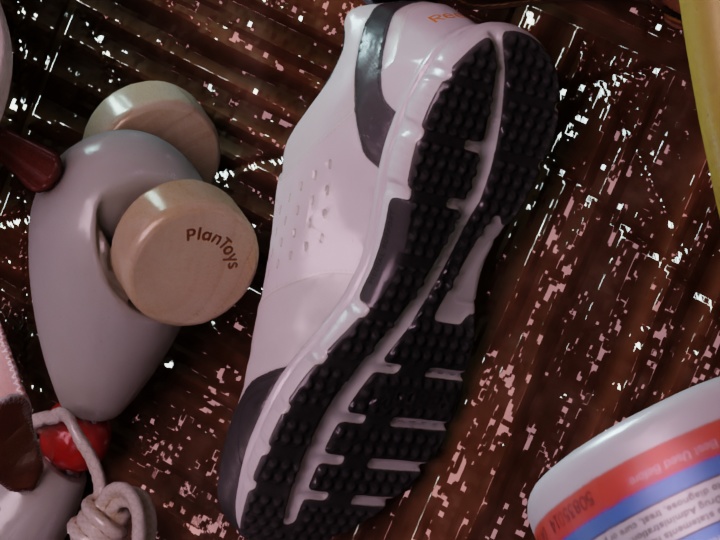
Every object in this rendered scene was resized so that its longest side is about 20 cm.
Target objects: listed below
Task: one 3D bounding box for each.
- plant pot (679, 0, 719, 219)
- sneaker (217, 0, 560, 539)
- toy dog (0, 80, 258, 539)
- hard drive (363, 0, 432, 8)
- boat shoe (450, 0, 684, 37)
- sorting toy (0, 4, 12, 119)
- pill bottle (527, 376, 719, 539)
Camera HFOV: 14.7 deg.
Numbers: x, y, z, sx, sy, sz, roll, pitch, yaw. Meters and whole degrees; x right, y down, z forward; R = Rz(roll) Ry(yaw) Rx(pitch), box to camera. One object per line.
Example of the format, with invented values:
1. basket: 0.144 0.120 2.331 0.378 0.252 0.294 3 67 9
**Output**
1. plant pot: 0.191 -0.082 0.752 0.200 0.200 0.177 -25 90 26
2. sneaker: 0.000 0.000 0.961 0.080 0.074 0.201 34 103 46
3. toy dog: -0.115 0.022 0.992 0.132 0.096 0.201 20 91 64
4. hard drive: -0.057 -0.180 0.965 0.033 0.140 0.200 -43 65 0
5. boat shoe: 0.113 -0.107 0.898 0.199 0.072 0.068 -8 79 27
6. sorting toy: -0.177 -0.108 1.023 0.180 0.107 0.200 -62 17 -18
7. pill bottle: 0.136 0.137 0.836 0.112 0.112 0.201 -31 70 24
